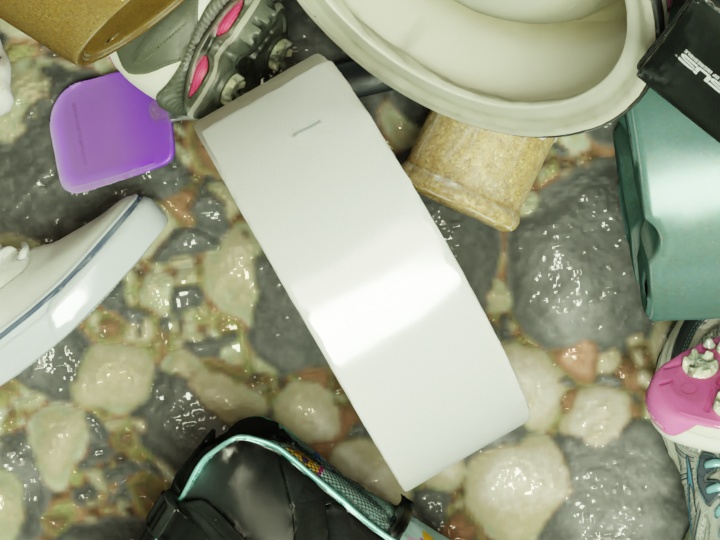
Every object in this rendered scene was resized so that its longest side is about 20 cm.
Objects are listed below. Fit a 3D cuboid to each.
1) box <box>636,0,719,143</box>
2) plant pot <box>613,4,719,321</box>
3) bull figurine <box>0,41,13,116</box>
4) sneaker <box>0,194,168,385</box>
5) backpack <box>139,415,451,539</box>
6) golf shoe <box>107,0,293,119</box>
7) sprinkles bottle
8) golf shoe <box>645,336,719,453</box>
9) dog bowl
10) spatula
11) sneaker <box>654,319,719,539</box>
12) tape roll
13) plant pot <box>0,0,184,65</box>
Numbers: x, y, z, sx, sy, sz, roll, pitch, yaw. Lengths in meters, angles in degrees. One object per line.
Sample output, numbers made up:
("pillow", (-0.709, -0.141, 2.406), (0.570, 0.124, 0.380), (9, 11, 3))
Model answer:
("box", (0.238, -0.113, 0.742), (0.164, 0.086, 0.200), (38, 73, 3))
("plant pot", (0.225, -0.061, 0.896), (0.196, 0.200, 0.200), (-7, 95, 4))
("bull figurine", (-0.265, -0.063, 0.916), (0.121, 0.065, 0.200), (38, 88, -2))
("sneaker", (-0.188, 0.019, 0.922), (0.200, 0.073, 0.071), (-38, 99, -1))
("backpack", (-0.019, 0.187, 0.905), (0.200, 0.153, 0.176), (33, 92, 8))
("golf shoe", (-0.050, -0.168, 0.919), (0.088, 0.077, 0.200), (31, 80, 16))
("sprinkles bottle", (0.088, -0.122, 0.935), (0.068, 0.068, 0.200), (25, 92, -5))
("golf shoe", (0.229, 0.078, 0.900), (0.200, 0.075, 0.092), (0, 130, -14))
("dog bowl", (0.055, -0.154, 0.821), (0.200, 0.200, 0.074), (36, 62, -6))
("spatula", (-0.060, -0.087, 0.949), (0.200, 0.021, 0.057), (-13, 81, -5))
("sneaker", (0.201, 0.113, 0.950), (0.078, 0.086, 0.200), (-7, 95, -4))
("tape roll", (0.000, 0.000, 0.871), (0.071, 0.202, 0.202), (-29, 96, -1))
("plant pot", (-0.156, -0.198, 0.842), (0.186, 0.186, 0.200), (-38, 90, -1))
